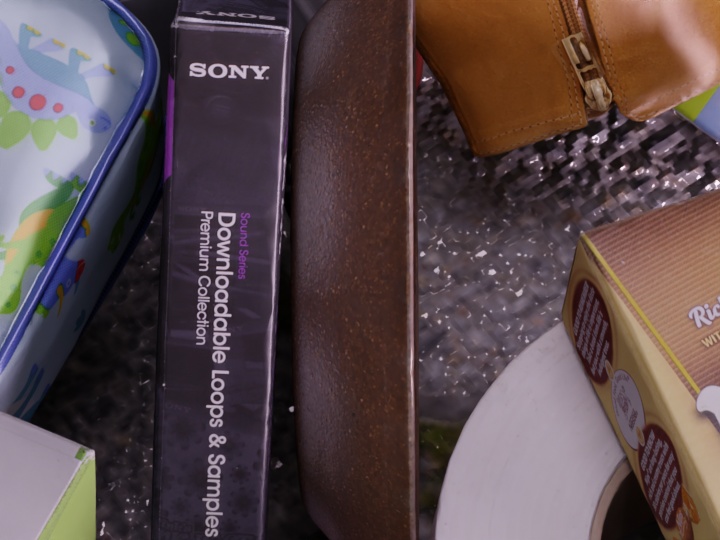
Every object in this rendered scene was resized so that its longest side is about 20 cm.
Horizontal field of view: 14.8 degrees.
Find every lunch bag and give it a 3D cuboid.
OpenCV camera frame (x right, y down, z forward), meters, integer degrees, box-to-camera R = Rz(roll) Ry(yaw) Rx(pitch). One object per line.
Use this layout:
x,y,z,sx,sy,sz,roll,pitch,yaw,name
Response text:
-0.169,-0.031,0.810,0.200,0.082,0.161,23,68,8,lunch bag

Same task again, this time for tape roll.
0.118,0.103,0.853,0.202,0.071,0.203,2,60,-3,tape roll

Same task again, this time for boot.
0.099,-0.131,0.892,0.201,0.144,0.071,-26,19,9,boot

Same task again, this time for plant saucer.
0.000,0.000,0.829,0.037,0.200,0.201,-1,60,2,plant saucer

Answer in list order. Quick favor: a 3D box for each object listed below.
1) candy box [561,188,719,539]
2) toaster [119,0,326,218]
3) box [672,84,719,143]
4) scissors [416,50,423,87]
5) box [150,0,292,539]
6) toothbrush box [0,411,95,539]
0.151,0.066,0.805,0.115,0.055,0.200,-17,64,-13,candy box
-0.055,-0.124,0.920,0.113,0.129,0.200,-13,59,14,toaster
0.153,-0.096,0.933,0.200,0.122,0.048,37,21,6,box
0.000,-0.029,0.950,0.073,0.014,0.200,-9,60,-12,scissors
-0.040,0.009,0.794,0.036,0.200,0.143,1,19,-2,box
-0.154,0.098,0.757,0.145,0.200,0.086,21,60,8,toothbrush box
